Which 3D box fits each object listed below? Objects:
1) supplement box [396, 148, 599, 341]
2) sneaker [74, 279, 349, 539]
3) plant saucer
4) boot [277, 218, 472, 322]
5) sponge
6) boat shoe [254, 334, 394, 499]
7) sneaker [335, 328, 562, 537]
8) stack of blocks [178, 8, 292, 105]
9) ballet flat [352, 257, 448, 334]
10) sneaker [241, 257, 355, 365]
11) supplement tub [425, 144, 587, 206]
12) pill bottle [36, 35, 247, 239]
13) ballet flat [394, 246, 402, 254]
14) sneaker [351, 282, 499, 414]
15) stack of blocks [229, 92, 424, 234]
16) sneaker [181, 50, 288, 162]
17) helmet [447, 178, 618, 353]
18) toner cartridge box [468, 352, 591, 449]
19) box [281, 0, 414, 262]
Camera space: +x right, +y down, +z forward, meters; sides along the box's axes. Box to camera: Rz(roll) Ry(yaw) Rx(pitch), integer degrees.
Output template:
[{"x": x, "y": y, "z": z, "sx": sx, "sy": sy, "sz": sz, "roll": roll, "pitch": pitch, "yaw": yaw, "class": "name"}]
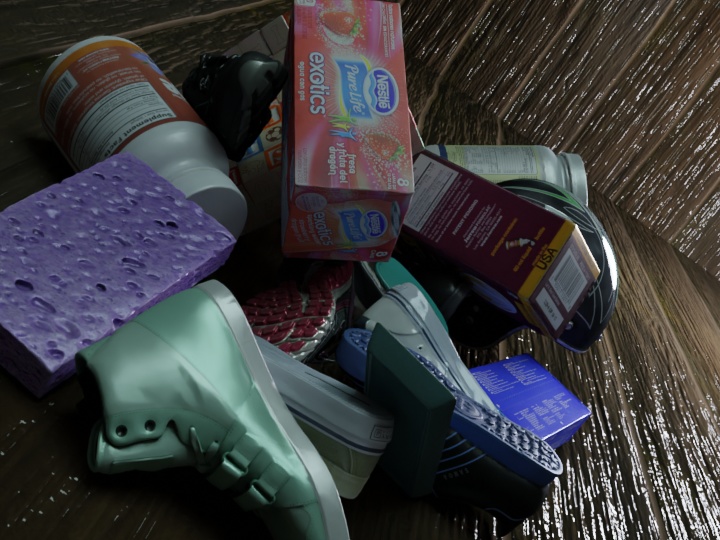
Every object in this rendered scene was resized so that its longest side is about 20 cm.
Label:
[{"x": 0.120, "y": -0.028, "z": 1.003, "sx": 0.199, "sy": 0.086, "sz": 0.110, "roll": 31, "pitch": -9, "yaw": 34, "class": "supplement box"}, {"x": -0.091, "y": 0.117, "z": 0.596, "sx": 0.117, "sy": 0.074, "sz": 0.202, "roll": -24, "pitch": 79, "yaw": -30, "class": "sneaker"}, {"x": 0.027, "y": 0.105, "z": 0.700, "sx": 0.070, "sy": 0.019, "sz": 0.201, "roll": 43, "pitch": -22, "yaw": 19, "class": "plant saucer"}, {"x": 0.009, "y": -0.017, "z": 1.023, "sx": 0.199, "sy": 0.066, "sz": 0.165, "roll": 40, "pitch": -10, "yaw": 0, "class": "boot"}, {"x": -0.178, "y": -0.008, "z": 0.674, "sx": 0.111, "sy": 0.030, "sz": 0.200, "roll": 37, "pitch": 35, "yaw": 8, "class": "sponge"}, {"x": -0.072, "y": 0.082, "z": 0.682, "sx": 0.198, "sy": 0.063, "sz": 0.072, "roll": 26, "pitch": 3, "yaw": 27, "class": "boat shoe"}, {"x": 0.055, "y": 0.127, "z": 0.792, "sx": 0.199, "sy": 0.078, "sz": 0.070, "roll": 34, "pitch": 18, "yaw": 6, "class": "sneaker"}, {"x": -0.106, "y": -0.207, "z": 1.101, "sx": 0.059, "sy": 0.198, "sz": 0.115, "roll": 63, "pitch": 20, "yaw": 1, "class": "stack of blocks"}, {"x": 0.000, "y": 0.000, "z": 0.936, "sx": 0.201, "sy": 0.073, "sz": 0.073, "roll": 53, "pitch": 20, "yaw": 5, "class": "ballet flat"}, {"x": -0.042, "y": 0.047, "z": 0.821, "sx": 0.079, "sy": 0.076, "sz": 0.200, "roll": -2, "pitch": 22, "yaw": 19, "class": "sneaker"}, {"x": 0.172, "y": -0.084, "z": 1.285, "sx": 0.197, "sy": 0.147, "sz": 0.145, "roll": 0, "pitch": 23, "yaw": -2, "class": "supplement tub"}, {"x": -0.178, "y": -0.095, "z": 0.847, "sx": 0.112, "sy": 0.113, "sz": 0.200, "roll": 11, "pitch": 32, "yaw": -52, "class": "pill bottle"}, {"x": -0.026, "y": -0.072, "z": 1.142, "sx": 0.199, "sy": 0.064, "sz": 0.076, "roll": 40, "pitch": 19, "yaw": 4, "class": "ballet flat"}, {"x": 0.062, "y": 0.111, "z": 0.859, "sx": 0.201, "sy": 0.070, "sz": 0.073, "roll": 57, "pitch": -15, "yaw": 5, "class": "sneaker"}, {"x": -0.050, "y": -0.131, "z": 0.998, "sx": 0.059, "sy": 0.198, "sz": 0.116, "roll": 60, "pitch": 7, "yaw": -47, "class": "stack of blocks"}, {"x": -0.115, "y": -0.144, "z": 0.863, "sx": 0.079, "sy": 0.076, "sz": 0.200, "roll": 38, "pitch": -13, "yaw": -6, "class": "sneaker"}, {"x": 0.187, "y": -0.001, "z": 1.137, "sx": 0.200, "sy": 0.188, "sz": 0.203, "roll": 43, "pitch": 41, "yaw": -52, "class": "helmet"}, {"x": 0.154, "y": 0.135, "z": 1.001, "sx": 0.095, "sy": 0.043, "sz": 0.199, "roll": 43, "pitch": 19, "yaw": 21, "class": "toner cartridge box"}, {"x": -0.016, "y": -0.118, "z": 0.847, "sx": 0.093, "sy": 0.103, "sz": 0.202, "roll": 4, "pitch": 57, "yaw": -10, "class": "box"}]
